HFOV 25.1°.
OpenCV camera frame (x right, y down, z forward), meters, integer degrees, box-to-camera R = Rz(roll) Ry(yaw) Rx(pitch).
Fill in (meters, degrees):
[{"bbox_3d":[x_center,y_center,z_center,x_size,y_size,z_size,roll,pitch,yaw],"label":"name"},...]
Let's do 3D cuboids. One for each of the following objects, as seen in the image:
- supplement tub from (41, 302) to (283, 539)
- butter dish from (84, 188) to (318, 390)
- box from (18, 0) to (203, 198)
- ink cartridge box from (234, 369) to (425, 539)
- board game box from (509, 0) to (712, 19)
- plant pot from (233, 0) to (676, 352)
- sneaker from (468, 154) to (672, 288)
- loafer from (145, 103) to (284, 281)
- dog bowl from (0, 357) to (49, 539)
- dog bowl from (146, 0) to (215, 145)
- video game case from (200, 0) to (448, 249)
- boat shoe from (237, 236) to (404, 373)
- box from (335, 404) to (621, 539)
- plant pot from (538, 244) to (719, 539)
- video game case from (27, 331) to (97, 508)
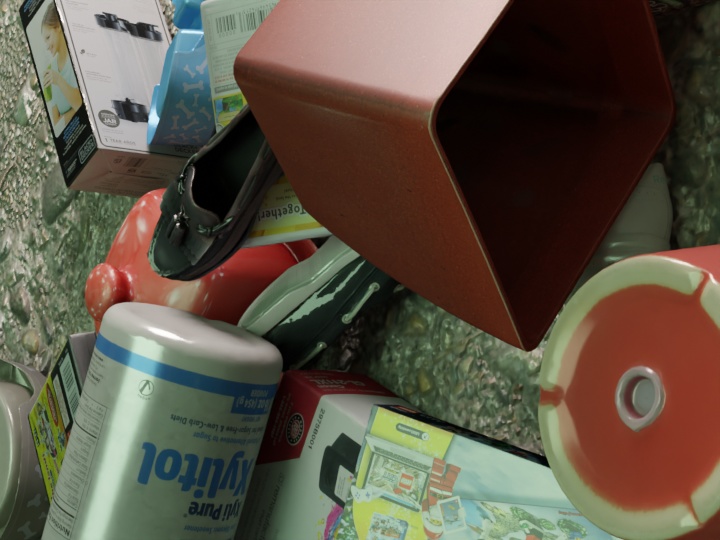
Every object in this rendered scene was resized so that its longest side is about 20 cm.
[{"bbox_3d":[-0.140,0.133,1.128,0.132,0.132,0.201,21,97,48],"label":"supplement tub"},{"bbox_3d":[-0.149,0.023,1.279,0.200,0.148,0.200,45,117,43],"label":"butter dish"},{"bbox_3d":[-0.215,-0.162,1.410,0.060,0.116,0.200,-44,55,38],"label":"box"},{"bbox_3d":[0.013,0.173,1.120,0.200,0.083,0.146,29,105,48],"label":"ink cartridge box"},{"bbox_3d":[0.147,-0.241,1.020,0.200,0.097,0.160,-13,74,47],"label":"board game box"},{"bbox_3d":[0.048,-0.106,0.949,0.176,0.200,0.200,17,59,35],"label":"plant pot"},{"bbox_3d":[0.100,-0.036,1.036,0.199,0.075,0.089,2,73,18],"label":"sneaker"},{"bbox_3d":[-0.097,-0.065,1.135,0.200,0.063,0.072,-46,71,29],"label":"loafer"},{"bbox_3d":[-0.350,0.178,1.553,0.200,0.059,0.201,-10,76,47],"label":"dog bowl"},{"bbox_3d":[-0.131,-0.194,1.331,0.111,0.049,0.201,154,128,-73],"label":"dog bowl"},{"bbox_3d":[-0.021,-0.116,1.130,0.199,0.023,0.183,-7,90,35],"label":"video game case"},{"bbox_3d":[0.000,0.000,1.177,0.200,0.060,0.076,-38,19,22],"label":"boat shoe"},{"bbox_3d":[0.080,0.175,0.976,0.200,0.038,0.137,18,95,29],"label":"box"},{"bbox_3d":[0.201,0.071,0.849,0.200,0.177,0.201,-10,77,48],"label":"plant pot"},{"bbox_3d":[-0.220,0.175,1.309,0.181,0.025,0.201,-50,53,56],"label":"video game case"}]
